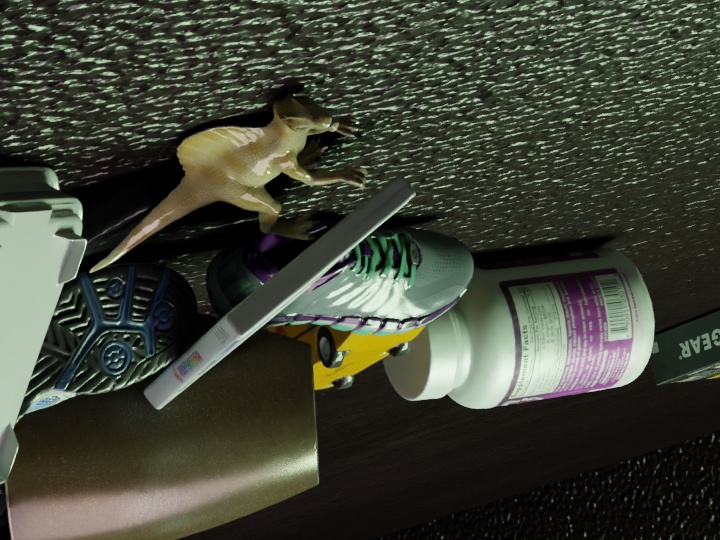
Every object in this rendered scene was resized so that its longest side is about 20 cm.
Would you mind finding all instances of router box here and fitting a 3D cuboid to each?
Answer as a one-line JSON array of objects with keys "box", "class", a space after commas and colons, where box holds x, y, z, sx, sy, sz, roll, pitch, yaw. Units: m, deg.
[{"box": [0.413, 0.063, 2.576, 0.156, 0.053, 0.200, -4, 167, -37], "class": "router box"}]

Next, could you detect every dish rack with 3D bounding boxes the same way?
[{"box": [-0.210, 0.046, 1.349, 0.043, 0.201, 0.171, 23, -169, 19], "class": "dish rack"}]

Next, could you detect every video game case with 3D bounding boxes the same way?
[{"box": [-0.052, 0.016, 1.530, 0.143, 0.018, 0.200, -39, 180, -23], "class": "video game case"}]

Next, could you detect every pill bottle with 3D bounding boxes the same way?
[{"box": [0.120, 0.047, 1.979, 0.199, 0.113, 0.112, -7, 168, -27], "class": "pill bottle"}]

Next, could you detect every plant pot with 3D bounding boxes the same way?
[{"box": [-0.128, 0.100, 1.673, 0.198, 0.189, 0.187, -3, 169, -2], "class": "plant pot"}]

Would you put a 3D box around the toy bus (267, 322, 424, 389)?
[{"box": [-0.018, 0.037, 1.855, 0.065, 0.079, 0.200, -9, 169, -25], "class": "toy bus"}]

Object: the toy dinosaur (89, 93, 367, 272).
[{"box": [-0.065, -0.056, 1.427, 0.101, 0.059, 0.200, 15, 146, -38], "class": "toy dinosaur"}]

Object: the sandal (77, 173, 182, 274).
[{"box": [-0.194, -0.014, 1.493, 0.199, 0.048, 0.075, -27, 167, 5], "class": "sandal"}]

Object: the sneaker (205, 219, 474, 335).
[{"box": [0.000, 0.000, 1.707, 0.199, 0.075, 0.087, -6, 163, -27], "class": "sneaker"}]

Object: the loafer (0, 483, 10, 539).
[{"box": [-0.252, 0.154, 1.711, 0.071, 0.063, 0.200, -21, 160, -8], "class": "loafer"}]

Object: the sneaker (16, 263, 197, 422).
[{"box": [-0.190, 0.044, 1.502, 0.199, 0.076, 0.077, -20, -167, -24], "class": "sneaker"}]
